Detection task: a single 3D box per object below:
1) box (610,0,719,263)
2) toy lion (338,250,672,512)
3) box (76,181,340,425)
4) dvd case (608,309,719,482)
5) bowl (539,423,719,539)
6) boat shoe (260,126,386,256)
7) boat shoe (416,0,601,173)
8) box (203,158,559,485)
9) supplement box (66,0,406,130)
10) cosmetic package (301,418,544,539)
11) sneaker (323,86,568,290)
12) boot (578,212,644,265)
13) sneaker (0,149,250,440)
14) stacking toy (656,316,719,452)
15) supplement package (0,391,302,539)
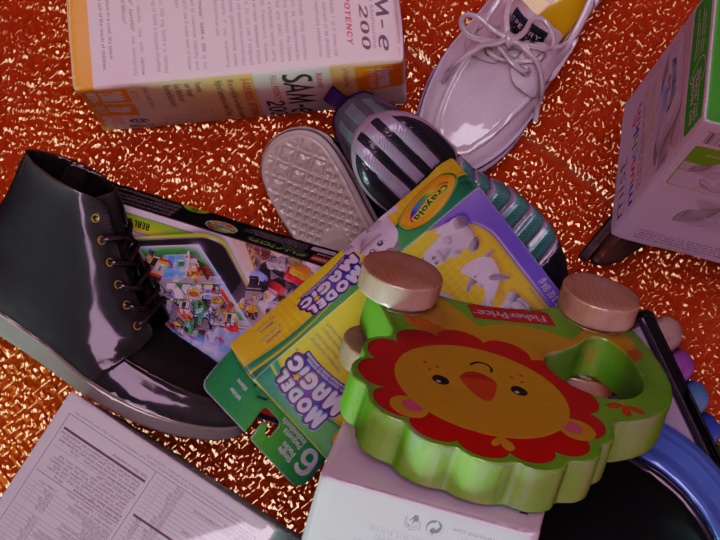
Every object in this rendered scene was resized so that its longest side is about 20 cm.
[{"bbox_3d":[0.267,-0.068,1.465,0.199,0.177,0.097,11,68,-7],"label":"box"},{"bbox_3d":[0.081,0.067,1.378,0.199,0.192,0.069,6,118,-22],"label":"toy lion"},{"bbox_3d":[-0.116,0.015,1.562,0.200,0.035,0.110,17,110,10],"label":"box"},{"bbox_3d":[0.154,0.136,1.525,0.142,0.018,0.200,-23,96,30],"label":"dvd case"},{"bbox_3d":[0.138,0.179,1.514,0.200,0.039,0.201,8,110,22],"label":"bowl"},{"bbox_3d":[0.000,0.000,1.579,0.074,0.062,0.200,-24,98,16],"label":"boat shoe"},{"bbox_3d":[0.102,-0.145,1.580,0.075,0.086,0.202,38,85,6],"label":"boat shoe"},{"bbox_3d":[0.014,0.041,1.503,0.200,0.048,0.117,-40,125,2],"label":"box"},{"bbox_3d":[-0.073,-0.140,1.565,0.199,0.126,0.074,-5,82,2],"label":"supplement box"},{"bbox_3d":[0.026,0.179,1.411,0.123,0.199,0.200,15,109,4],"label":"cosmetic package"},{"bbox_3d":[0.055,-0.042,1.558,0.074,0.088,0.200,-41,126,1],"label":"sneaker"},{"bbox_3d":[0.261,0.005,1.573,0.186,0.064,0.200,-37,88,-5],"label":"boot"},{"bbox_3d":[-0.140,0.017,1.509,0.200,0.075,0.106,29,109,1],"label":"sneaker"},{"bbox_3d":[0.199,0.133,1.555,0.085,0.085,0.200,-27,90,-2],"label":"stacking toy"},{"bbox_3d":[-0.151,0.202,1.507,0.150,0.152,0.200,32,85,12],"label":"supplement package"}]
